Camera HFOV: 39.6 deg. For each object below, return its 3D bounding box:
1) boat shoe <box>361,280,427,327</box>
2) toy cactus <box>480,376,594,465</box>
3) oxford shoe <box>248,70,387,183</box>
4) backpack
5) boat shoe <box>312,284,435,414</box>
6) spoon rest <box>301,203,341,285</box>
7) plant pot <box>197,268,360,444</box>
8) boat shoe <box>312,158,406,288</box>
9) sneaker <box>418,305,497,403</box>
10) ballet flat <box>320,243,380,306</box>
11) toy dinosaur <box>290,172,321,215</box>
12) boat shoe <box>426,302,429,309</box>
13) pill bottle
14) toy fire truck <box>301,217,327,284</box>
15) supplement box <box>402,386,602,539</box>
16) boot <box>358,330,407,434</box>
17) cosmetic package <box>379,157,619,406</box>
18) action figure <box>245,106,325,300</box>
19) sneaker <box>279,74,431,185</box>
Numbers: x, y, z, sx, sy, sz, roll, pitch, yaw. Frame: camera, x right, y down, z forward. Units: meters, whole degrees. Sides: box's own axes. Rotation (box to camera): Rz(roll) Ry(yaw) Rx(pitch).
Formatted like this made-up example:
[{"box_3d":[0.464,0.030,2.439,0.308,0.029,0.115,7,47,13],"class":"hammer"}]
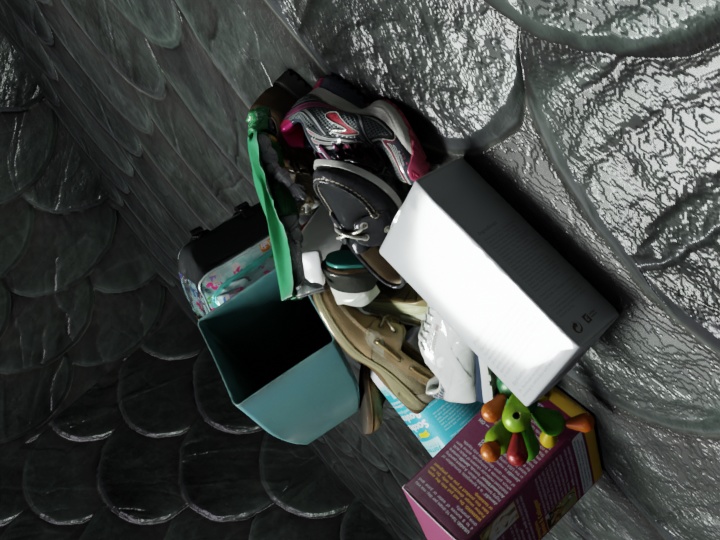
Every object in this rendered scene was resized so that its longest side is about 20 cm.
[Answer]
[{"box_3d":[0.045,0.032,1.225,0.199,0.073,0.064,8,140,56],"class":"boat shoe"},{"box_3d":[0.161,0.102,0.973,0.199,0.100,0.169,-7,-92,-66],"class":"toy cactus"},{"box_3d":[-0.047,-0.126,1.091,0.200,0.084,0.073,42,162,25],"class":"oxford shoe"},{"box_3d":[-0.139,0.032,1.367,0.150,0.176,0.202,42,155,36],"class":"backpack"},{"box_3d":[0.025,0.080,1.182,0.200,0.064,0.072,45,-166,-18],"class":"boat shoe"},{"box_3d":[-0.045,-0.028,1.204,0.200,0.059,0.102,-46,-49,-70],"class":"spoon rest"},{"box_3d":[-0.084,0.124,1.269,0.142,0.140,0.201,57,179,38],"class":"plant pot"},{"box_3d":[0.005,-0.043,0.987,0.073,0.061,0.200,14,164,28],"class":"boat shoe"},{"box_3d":[0.094,0.054,1.015,0.079,0.077,0.203,2,122,18],"class":"sneaker"},{"box_3d":[0.000,0.000,1.132,0.200,0.066,0.070,-53,-31,-70],"class":"ballet flat"},{"box_3d":[-0.081,-0.099,1.217,0.077,0.102,0.200,51,165,-5],"class":"toy dinosaur"},{"box_3d":[0.106,0.045,1.092,0.059,0.072,0.204,-1,131,12],"class":"boat shoe"},{"box_3d":[0.110,0.173,1.283,0.201,0.110,0.111,51,165,-2],"class":"pill bottle"},{"box_3d":[-0.034,-0.002,1.416,0.141,0.049,0.201,41,162,34],"class":"toy fire truck"},{"box_3d":[0.160,0.230,1.095,0.103,0.199,0.132,37,160,38],"class":"supplement box"},{"box_3d":[0.033,0.140,1.355,0.202,0.074,0.075,-85,4,-52],"class":"boot"},{"box_3d":[0.118,0.008,0.882,0.200,0.073,0.102,48,140,16],"class":"cosmetic package"},{"box_3d":[-0.082,-0.072,1.036,0.118,0.054,0.204,124,130,-85],"class":"action figure"},{"box_3d":[-0.003,-0.123,0.980,0.199,0.074,0.081,33,157,48],"class":"sneaker"}]
